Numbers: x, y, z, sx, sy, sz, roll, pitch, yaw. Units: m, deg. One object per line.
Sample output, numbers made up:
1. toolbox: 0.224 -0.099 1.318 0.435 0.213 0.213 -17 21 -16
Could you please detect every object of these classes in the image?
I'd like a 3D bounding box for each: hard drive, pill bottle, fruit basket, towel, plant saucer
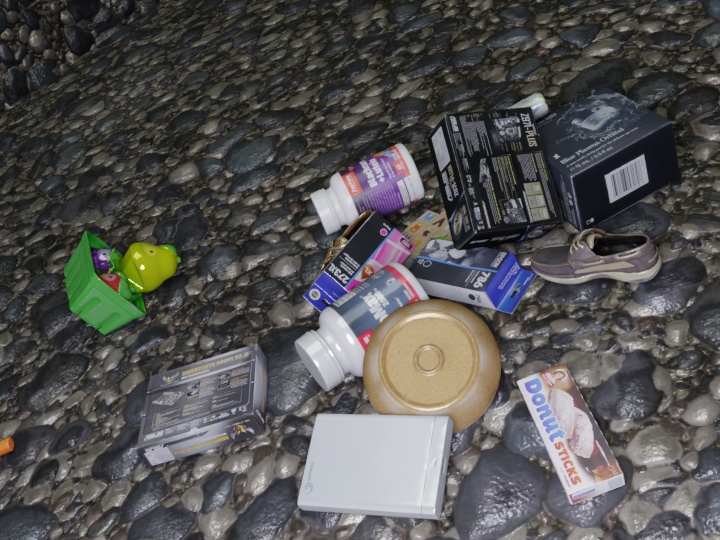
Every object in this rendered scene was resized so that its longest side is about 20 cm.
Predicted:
1. hard drive: 0.019 0.257 1.174 0.197 0.027 0.134 -4 56 26
2. pill bottle: 0.010 -0.146 1.641 0.197 0.112 0.112 -26 36 -3
3. fruit basket: -0.460 0.000 1.708 0.213 0.156 0.218 -26 40 24
4. pill bottle: 0.005 0.089 1.340 0.199 0.121 0.119 -35 37 -15
5. towel: 0.261 -0.262 1.598 0.170 0.049 0.200 -30 -2 16
6. plant saucer: 0.097 0.129 1.231 0.196 0.036 0.204 -4 66 9

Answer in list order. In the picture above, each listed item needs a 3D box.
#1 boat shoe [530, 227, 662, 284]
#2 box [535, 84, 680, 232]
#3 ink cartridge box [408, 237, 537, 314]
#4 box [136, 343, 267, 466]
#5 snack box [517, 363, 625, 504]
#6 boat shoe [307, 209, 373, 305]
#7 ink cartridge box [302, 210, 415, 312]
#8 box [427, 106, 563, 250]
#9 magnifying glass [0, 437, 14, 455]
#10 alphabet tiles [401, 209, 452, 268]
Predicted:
1. boat shoe: 0.352 -0.030 1.334 0.197 0.074 0.075 -2 40 27
2. box: 0.392 -0.193 1.483 0.194 0.119 0.200 -28 35 -6
3. ink cartridge box: 0.175 0.005 1.414 0.198 0.040 0.100 12 49 35
4. box: -0.246 0.210 1.389 0.197 0.049 0.160 -18 36 8
5. snack box: 0.265 0.204 1.129 0.071 0.025 0.201 -22 36 4
6. boat shoe: -0.029 -0.027 1.541 0.075 0.074 0.201 13 53 41
7. ink cartridge box: 0.000 0.000 1.476 0.201 0.094 0.037 -50 -1 -25
8. box: 0.214 -0.149 1.419 0.161 0.086 0.204 -9 76 -19
9. magnifying glass: -0.685 0.334 1.503 0.197 0.023 0.080 -22 36 1
10. alphabet tiles: 0.128 -0.046 1.538 0.199 0.006 0.165 -40 39 -21
